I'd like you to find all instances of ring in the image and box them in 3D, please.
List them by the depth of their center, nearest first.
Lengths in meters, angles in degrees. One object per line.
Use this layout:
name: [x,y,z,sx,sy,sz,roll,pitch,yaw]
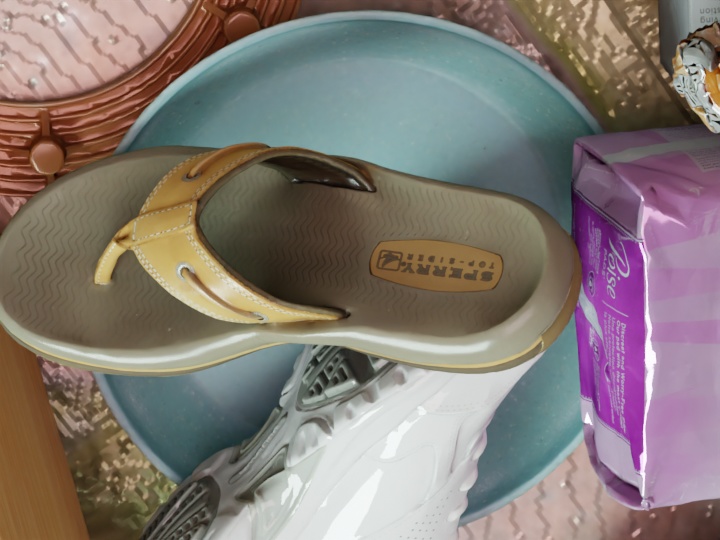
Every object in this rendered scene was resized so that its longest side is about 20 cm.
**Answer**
ring: [-0.115,-0.119,0.980,0.200,0.019,0.201,-1,107,-3]

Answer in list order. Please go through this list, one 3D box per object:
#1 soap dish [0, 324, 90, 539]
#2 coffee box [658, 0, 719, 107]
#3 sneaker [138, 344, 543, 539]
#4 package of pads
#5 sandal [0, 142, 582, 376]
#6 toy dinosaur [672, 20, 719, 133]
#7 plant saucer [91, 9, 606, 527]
soap dish: [-0.200,0.089,0.983,0.200,0.081,0.158,-18,82,5]
coffee box: [0.203,-0.123,0.963,0.199,0.080,0.113,-3,107,-1]
sneaker: [0.009,0.075,0.990,0.099,0.078,0.200,36,114,-23]
package of pads: [0.173,0.006,0.976,0.199,0.076,0.121,-8,111,-15]
sandal: [-0.029,-0.007,0.925,0.199,0.054,0.081,3,70,18]
toy dinosaur: [0.191,-0.075,0.860,0.200,0.136,0.102,18,131,35]
plant saucer: [0.000,0.000,1.011,0.199,0.036,0.200,-1,112,-3]
